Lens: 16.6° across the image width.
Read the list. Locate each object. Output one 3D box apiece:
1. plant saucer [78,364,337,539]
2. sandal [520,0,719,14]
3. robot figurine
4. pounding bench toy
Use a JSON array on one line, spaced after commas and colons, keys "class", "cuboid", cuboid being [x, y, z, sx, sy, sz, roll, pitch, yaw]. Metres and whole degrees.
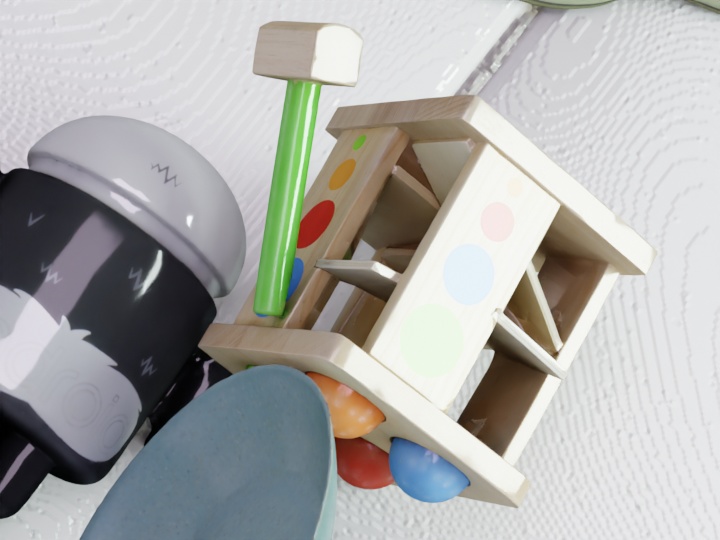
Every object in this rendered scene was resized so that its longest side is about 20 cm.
[{"class": "plant saucer", "cuboid": [-0.067, 0.136, 1.065, 0.039, 0.201, 0.201, 36, 72, -26]}, {"class": "sandal", "cuboid": [0.151, -0.176, 1.268, 0.201, 0.057, 0.080, 5, 71, 2]}, {"class": "robot figurine", "cuboid": [-0.141, 0.021, 1.172, 0.125, 0.150, 0.200, 23, 72, 37]}, {"class": "pounding bench toy", "cuboid": [0.000, 0.000, 1.127, 0.200, 0.124, 0.156, 39, 72, -26]}]
